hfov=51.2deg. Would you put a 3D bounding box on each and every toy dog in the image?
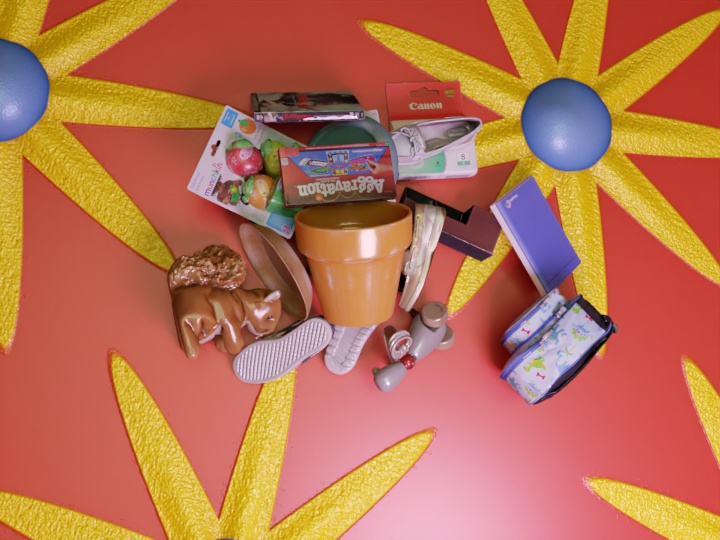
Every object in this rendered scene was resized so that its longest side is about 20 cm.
[{"bbox_3d":[0.084,0.128,1.376,0.199,0.096,0.133,-23,127,-40],"label":"toy dog"}]

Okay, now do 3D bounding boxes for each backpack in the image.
[{"bbox_3d":[0.341,0.140,1.379,0.147,0.183,0.200,43,83,15],"label":"backpack"}]

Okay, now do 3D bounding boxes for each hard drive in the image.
[{"bbox_3d":[0.340,-0.068,1.445,0.132,0.025,0.201,-37,98,-37],"label":"hard drive"}]

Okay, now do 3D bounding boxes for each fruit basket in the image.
[{"bbox_3d":[-0.178,-0.178,1.326,0.199,0.094,0.186,29,65,-18],"label":"fruit basket"}]

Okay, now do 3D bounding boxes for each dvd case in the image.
[{"bbox_3d":[-0.101,-0.305,1.395,0.199,0.146,0.022,-4,117,-9],"label":"dvd case"}]

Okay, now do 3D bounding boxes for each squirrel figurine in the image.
[{"bbox_3d":[-0.236,0.046,1.321,0.186,0.141,0.201,-12,86,-17],"label":"squirrel figurine"}]

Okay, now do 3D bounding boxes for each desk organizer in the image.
[{"bbox_3d":[0.168,-0.096,1.438,0.199,0.072,0.077,24,77,-5],"label":"desk organizer"}]

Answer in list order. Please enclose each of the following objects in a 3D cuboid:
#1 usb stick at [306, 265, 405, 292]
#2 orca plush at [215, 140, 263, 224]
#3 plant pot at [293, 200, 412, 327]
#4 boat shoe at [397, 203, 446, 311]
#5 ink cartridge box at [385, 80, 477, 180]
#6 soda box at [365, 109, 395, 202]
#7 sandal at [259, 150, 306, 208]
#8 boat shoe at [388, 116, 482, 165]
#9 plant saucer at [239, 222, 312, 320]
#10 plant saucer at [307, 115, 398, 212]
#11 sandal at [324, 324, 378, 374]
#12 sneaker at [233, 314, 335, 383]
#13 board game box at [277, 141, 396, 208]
[{"bbox_3d":[0.000,0.000,1.416,0.199,0.033,0.056,10,89,-8],"label":"usb stick"},{"bbox_3d":[-0.227,-0.150,1.399,0.201,0.071,0.105,59,33,-7],"label":"orca plush"},{"bbox_3d":[-0.009,-0.010,1.291,0.199,0.200,0.184,-6,109,-10],"label":"plant pot"},{"bbox_3d":[0.098,-0.026,1.374,0.066,0.074,0.201,18,94,0],"label":"boat shoe"},{"bbox_3d":[0.138,-0.280,1.472,0.160,0.050,0.201,-4,85,-10],"label":"ink cartridge box"},{"bbox_3d":[0.014,-0.197,1.431,0.068,0.064,0.201,-10,83,-10],"label":"soda box"},{"bbox_3d":[-0.143,-0.163,1.416,0.075,0.045,0.201,-14,70,-16],"label":"sandal"},{"bbox_3d":[0.130,-0.250,1.408,0.201,0.065,0.075,-13,83,-15],"label":"boat shoe"},{"bbox_3d":[-0.140,-0.005,1.310,0.035,0.200,0.201,-34,88,-20],"label":"plant saucer"},{"bbox_3d":[-0.026,-0.191,1.387,0.199,0.027,0.201,-1,88,24],"label":"plant saucer"},{"bbox_3d":[-0.005,0.098,1.395,0.082,0.050,0.203,32,84,13],"label":"sandal"},{"bbox_3d":[-0.131,0.143,1.357,0.199,0.079,0.079,-25,90,13],"label":"sneaker"},{"bbox_3d":[-0.040,-0.167,1.306,0.199,0.019,0.104,-6,83,-15],"label":"board game box"}]
